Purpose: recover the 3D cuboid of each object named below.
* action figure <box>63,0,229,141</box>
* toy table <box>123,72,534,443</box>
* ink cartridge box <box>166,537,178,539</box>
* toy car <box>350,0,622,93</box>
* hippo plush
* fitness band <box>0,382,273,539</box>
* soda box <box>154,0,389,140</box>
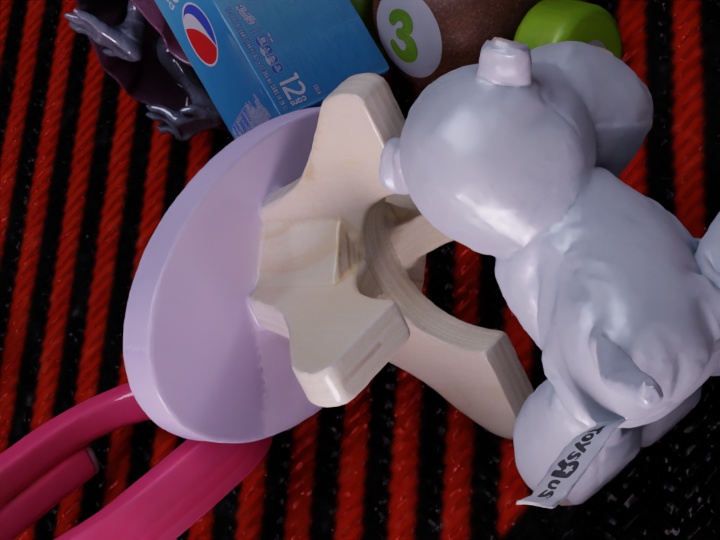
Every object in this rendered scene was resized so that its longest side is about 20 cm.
[{"bbox_3d":[-0.068,-0.179,1.107,0.149,0.134,0.200,23,61,20],"label":"action figure"},{"bbox_3d":[0.000,0.000,0.920,0.117,0.184,0.200,-1,46,45],"label":"toy table"},{"bbox_3d":[-0.172,0.212,0.930,0.200,0.084,0.145,-15,26,29],"label":"ink cartridge box"},{"bbox_3d":[0.035,-0.188,0.981,0.164,0.200,0.158,20,76,42],"label":"toy car"},{"bbox_3d":[0.076,-0.004,0.829,0.161,0.200,0.159,48,134,12],"label":"hippo plush"},{"bbox_3d":[-0.127,0.107,0.967,0.143,0.038,0.200,-6,24,40],"label":"fitness band"},{"bbox_3d":[-0.069,-0.160,1.024,0.068,0.064,0.200,-26,81,-25],"label":"soda box"}]
